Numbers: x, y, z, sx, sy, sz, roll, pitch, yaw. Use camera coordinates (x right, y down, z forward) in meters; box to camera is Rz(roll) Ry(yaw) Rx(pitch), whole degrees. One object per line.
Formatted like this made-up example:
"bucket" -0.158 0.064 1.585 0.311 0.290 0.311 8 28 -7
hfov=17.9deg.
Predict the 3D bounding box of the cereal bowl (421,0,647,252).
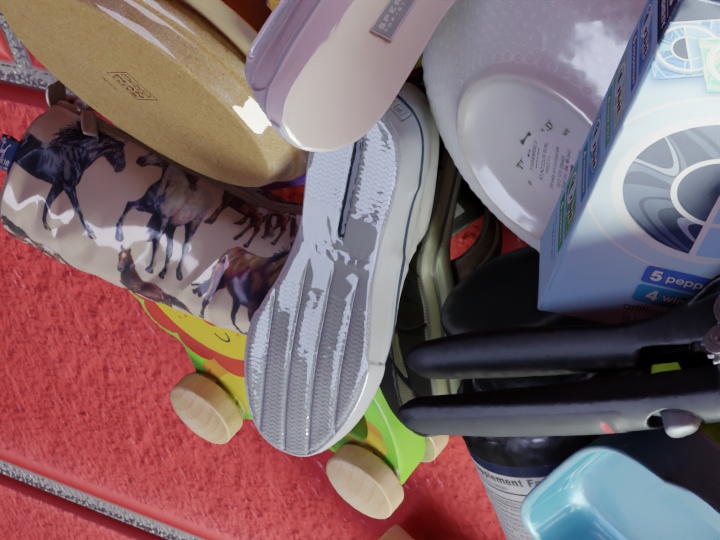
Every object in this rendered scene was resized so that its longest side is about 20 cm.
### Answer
"cereal bowl" 0.104 -0.070 1.032 0.200 0.083 0.200 30 142 26

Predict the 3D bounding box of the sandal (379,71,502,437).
"sandal" 0.041 -0.011 1.185 0.080 0.057 0.201 40 137 52

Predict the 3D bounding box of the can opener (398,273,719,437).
"can opener" 0.109 0.045 0.959 0.200 0.063 0.079 -9 140 19

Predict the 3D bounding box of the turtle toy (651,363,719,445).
"turtle toy" 0.213 0.103 1.064 0.200 0.101 0.146 38 159 12

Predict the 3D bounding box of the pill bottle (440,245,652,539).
"pill bottle" 0.114 0.090 1.160 0.112 0.112 0.200 6 128 46

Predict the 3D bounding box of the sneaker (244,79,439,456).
"sneaker" 0.000 0.000 1.121 0.073 0.071 0.200 29 119 19

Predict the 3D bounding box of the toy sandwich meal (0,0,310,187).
"toy sandwich meal" -0.092 -0.119 1.110 0.205 0.070 0.205 31 165 9

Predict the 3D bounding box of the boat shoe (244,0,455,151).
"boat shoe" 0.019 -0.145 0.992 0.072 0.200 0.069 20 -163 -41

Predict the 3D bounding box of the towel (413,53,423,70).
"towel" -0.045 -0.147 1.179 0.144 0.023 0.200 54 148 -11

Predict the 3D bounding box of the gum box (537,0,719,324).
"gum box" 0.179 -0.040 0.926 0.170 0.045 0.200 12 141 -6

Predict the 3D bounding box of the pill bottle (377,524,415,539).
"pill bottle" 0.062 0.256 1.391 0.200 0.116 0.116 43 147 7

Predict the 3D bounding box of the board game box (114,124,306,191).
"board game box" -0.081 -0.094 1.228 0.200 0.032 0.120 -6 119 58

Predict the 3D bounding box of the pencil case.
"pencil case" -0.096 -0.026 1.213 0.200 0.078 0.089 22 123 18

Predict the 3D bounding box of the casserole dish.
"casserole dish" 0.140 0.120 1.030 0.121 0.039 0.200 41 160 4

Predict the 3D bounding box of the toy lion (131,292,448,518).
"toy lion" -0.058 0.034 1.321 0.200 0.069 0.192 22 147 33
